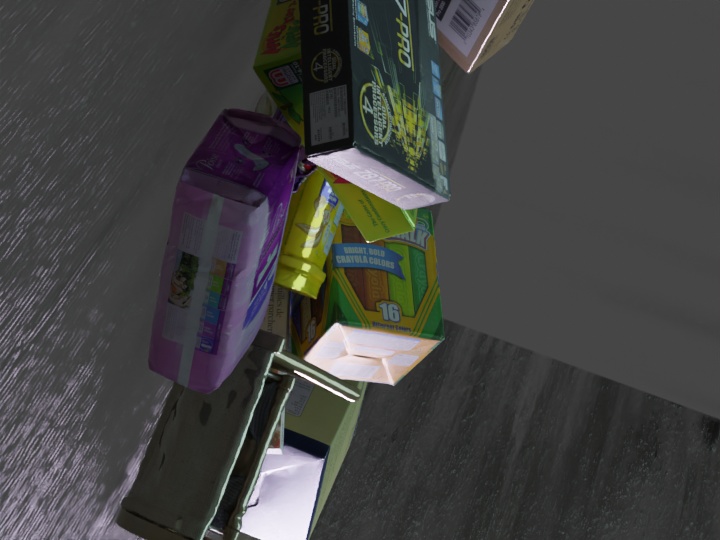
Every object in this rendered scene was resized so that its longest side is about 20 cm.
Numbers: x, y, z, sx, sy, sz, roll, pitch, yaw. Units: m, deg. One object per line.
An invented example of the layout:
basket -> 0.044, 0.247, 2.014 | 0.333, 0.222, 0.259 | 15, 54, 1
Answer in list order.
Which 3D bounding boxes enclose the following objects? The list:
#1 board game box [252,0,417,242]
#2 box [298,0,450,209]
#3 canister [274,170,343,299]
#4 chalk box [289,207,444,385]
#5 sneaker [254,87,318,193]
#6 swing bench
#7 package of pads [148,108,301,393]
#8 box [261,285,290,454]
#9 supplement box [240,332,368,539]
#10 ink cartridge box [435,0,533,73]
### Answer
board game box -> -0.012, -0.129, 1.146 | 0.200, 0.048, 0.102 | 56, 30, -38
box -> 0.010, -0.162, 1.087 | 0.161, 0.049, 0.200 | 26, 57, -60
canister -> -0.053, -0.082, 1.335 | 0.149, 0.086, 0.200 | 50, 59, -84
chalk box -> 0.000, 0.000, 1.465 | 0.124, 0.125, 0.200 | 132, -41, -52
sneaker -> -0.058, -0.104, 1.221 | 0.081, 0.083, 0.200 | 0, 110, -83
swing bench -> -0.119, 0.159, 1.276 | 0.200, 0.130, 0.199 | 40, 69, -61
package of pads -> -0.107, -0.015, 1.111 | 0.121, 0.076, 0.200 | -67, 174, -52
box -> -0.094, 0.086, 1.433 | 0.041, 0.039, 0.200 | 93, -1, -75
supplement box -> -0.084, 0.186, 1.678 | 0.200, 0.134, 0.200 | 104, 9, -46
ink cartridge box -> 0.102, -0.316, 1.409 | 0.075, 0.165, 0.200 | -41, 172, -22
